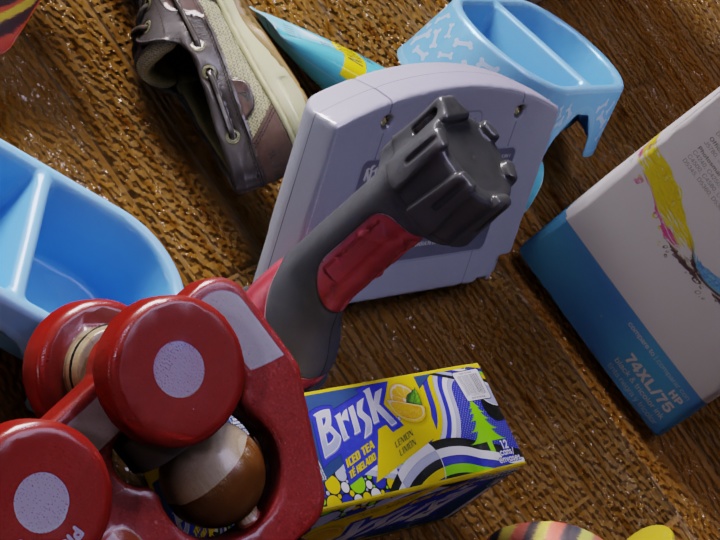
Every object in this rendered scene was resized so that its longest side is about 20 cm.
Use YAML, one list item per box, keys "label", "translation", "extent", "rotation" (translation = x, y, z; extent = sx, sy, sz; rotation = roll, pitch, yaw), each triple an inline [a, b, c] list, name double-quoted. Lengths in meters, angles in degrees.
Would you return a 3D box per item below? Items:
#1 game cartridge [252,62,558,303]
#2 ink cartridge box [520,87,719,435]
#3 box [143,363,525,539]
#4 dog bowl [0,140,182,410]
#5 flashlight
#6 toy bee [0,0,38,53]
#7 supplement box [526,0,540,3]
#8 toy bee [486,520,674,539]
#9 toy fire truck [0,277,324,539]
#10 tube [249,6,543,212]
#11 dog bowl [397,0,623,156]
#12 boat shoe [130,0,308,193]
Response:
- label: "game cartridge"
  translation: [0.028, -0.050, 1.308]
  extent: [0.041, 0.134, 0.199]
  rotation: [29, 23, 35]
- label: "ink cartridge box"
  translation: [0.235, -0.029, 1.426]
  extent: [0.146, 0.200, 0.146]
  rotation: [53, 38, 5]
- label: "box"
  translation: [-0.010, 0.100, 1.189]
  extent: [0.199, 0.070, 0.065]
  rotation: [-6, 64, -48]
- label: "dog bowl"
  translation: [-0.170, -0.005, 1.121]
  extent: [0.199, 0.050, 0.112]
  rotation: [30, 42, -23]
- label: "flashlight"
  translation: [0.000, 0.000, 1.177]
  extent: [0.067, 0.200, 0.068]
  rotation: [31, 42, -24]
- label: "toy bee"
  translation: [-0.177, -0.212, 1.236]
  extent: [0.109, 0.130, 0.201]
  rotation: [59, 31, -31]
- label: "supplement box"
  translation: [0.142, -0.249, 1.593]
  extent: [0.074, 0.126, 0.200]
  rotation: [52, 37, 5]
- label: "toy bee"
  translation: [0.164, 0.190, 1.259]
  extent: [0.199, 0.109, 0.132]
  rotation: [25, 42, -29]
- label: "toy fire truck"
  translation: [-0.099, 0.109, 1.032]
  extent: [0.200, 0.112, 0.168]
  rotation: [-42, 108, -24]
- label: "tube"
  translation: [0.019, -0.096, 1.403]
  extent: [0.199, 0.051, 0.077]
  rotation: [33, 1, -20]
- label: "dog bowl"
  translation: [0.100, -0.124, 1.461]
  extent: [0.111, 0.050, 0.200]
  rotation: [44, 22, 16]
- label: "boat shoe"
  translation: [-0.096, -0.128, 1.294]
  extent: [0.065, 0.073, 0.200]
  rotation: [-30, 66, -20]
